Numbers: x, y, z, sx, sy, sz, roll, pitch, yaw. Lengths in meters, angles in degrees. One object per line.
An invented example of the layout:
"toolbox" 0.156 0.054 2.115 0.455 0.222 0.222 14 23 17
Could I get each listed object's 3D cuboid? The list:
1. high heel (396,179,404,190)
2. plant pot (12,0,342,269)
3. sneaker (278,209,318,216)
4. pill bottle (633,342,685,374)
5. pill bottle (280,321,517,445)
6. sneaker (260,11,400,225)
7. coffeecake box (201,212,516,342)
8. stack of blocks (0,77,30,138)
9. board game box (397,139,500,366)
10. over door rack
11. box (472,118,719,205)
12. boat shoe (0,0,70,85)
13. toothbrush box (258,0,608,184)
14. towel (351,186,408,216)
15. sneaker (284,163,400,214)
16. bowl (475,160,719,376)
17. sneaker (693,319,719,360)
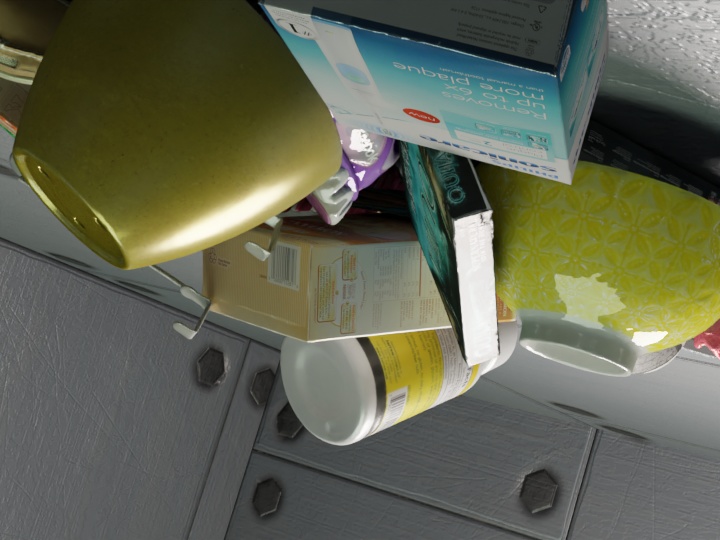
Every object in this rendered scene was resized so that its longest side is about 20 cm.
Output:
"high heel" 0.025 -0.032 1.394 0.199 0.097 0.067 24 170 -38
"plant pot" -0.131 -0.085 0.932 0.200 0.142 0.200 39 163 14
"sneaker" -0.042 -0.038 1.347 0.200 0.073 0.071 41 -162 34
"pill bottle" 0.226 0.026 1.283 0.116 0.117 0.200 15 171 20
"pill bottle" 0.038 0.069 1.308 0.199 0.115 0.114 -19 -161 -40
"sneaker" -0.013 -0.118 0.997 0.081 0.088 0.201 53 167 29
"coffeecake box" 0.000 0.000 1.160 0.199 0.074 0.153 -4 -170 -36
"stack of blocks" -0.269 -0.138 1.213 0.200 0.059 0.115 39 172 -11
"board game box" 0.056 -0.039 0.986 0.028 0.136 0.200 -18 150 -3
"over door rack" -0.154 -0.062 1.099 0.200 0.067 0.148 43 140 -2
"box" 0.156 -0.062 1.082 0.199 0.046 0.159 23 171 -31
"boat shoe" -0.273 -0.191 1.090 0.198 0.072 0.076 15 156 4
"toothbrush box" 0.047 -0.123 0.766 0.145 0.086 0.200 16 173 12
"towel" 0.082 -0.054 1.234 0.146 0.022 0.199 12 -173 37
"sneaker" -0.046 -0.091 1.248 0.199 0.074 0.087 2 -144 -50
"bowl" 0.158 0.008 1.007 0.199 0.108 0.200 17 171 3
"sneaker" 0.349 0.058 1.337 0.073 0.087 0.200 11 170 45
